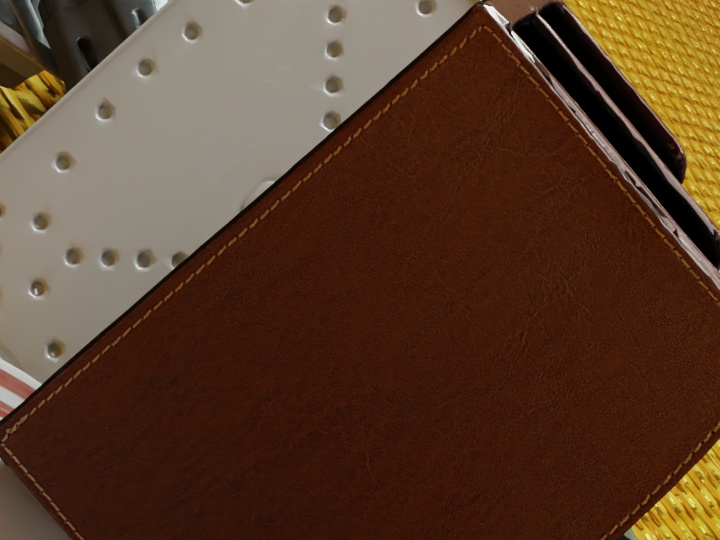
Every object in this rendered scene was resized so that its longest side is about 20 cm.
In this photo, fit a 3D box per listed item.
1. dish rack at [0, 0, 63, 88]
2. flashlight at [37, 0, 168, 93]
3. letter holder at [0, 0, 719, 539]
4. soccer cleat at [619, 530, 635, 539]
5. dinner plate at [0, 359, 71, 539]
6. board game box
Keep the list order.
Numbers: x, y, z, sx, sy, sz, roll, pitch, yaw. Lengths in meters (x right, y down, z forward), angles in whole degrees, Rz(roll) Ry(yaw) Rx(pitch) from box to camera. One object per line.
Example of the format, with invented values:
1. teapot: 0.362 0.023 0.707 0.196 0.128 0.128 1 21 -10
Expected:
1. dish rack: -0.182 -0.151 1.041 0.172 0.043 0.200 66 12 21
2. flashlight: -0.102 -0.140 1.093 0.068 0.067 0.201 59 6 -63
3. letter holder: 0.017 0.032 0.866 0.142 0.200 0.101 50 16 0
4. soccer cleat: 0.068 0.106 1.137 0.081 0.068 0.200 -5 55 -53
5. dinner plate: -0.086 0.101 0.840 0.200 0.024 0.200 45 18 -19
6. board game box: -0.013 0.000 0.966 0.200 0.200 0.026 48 -8 -5
